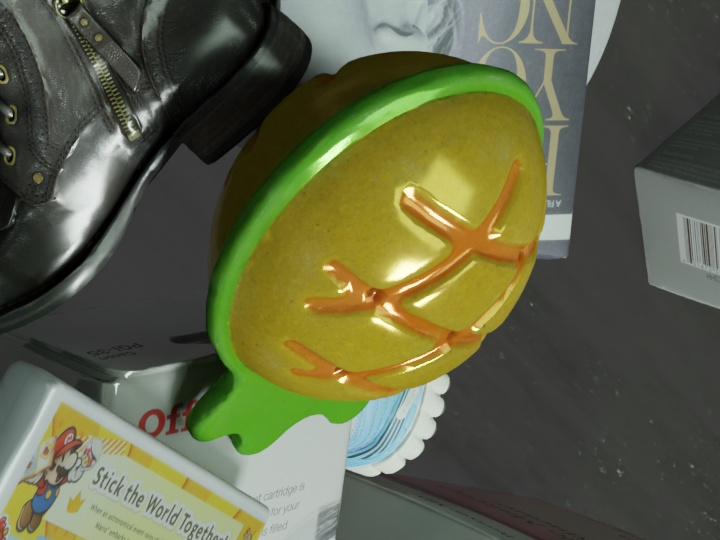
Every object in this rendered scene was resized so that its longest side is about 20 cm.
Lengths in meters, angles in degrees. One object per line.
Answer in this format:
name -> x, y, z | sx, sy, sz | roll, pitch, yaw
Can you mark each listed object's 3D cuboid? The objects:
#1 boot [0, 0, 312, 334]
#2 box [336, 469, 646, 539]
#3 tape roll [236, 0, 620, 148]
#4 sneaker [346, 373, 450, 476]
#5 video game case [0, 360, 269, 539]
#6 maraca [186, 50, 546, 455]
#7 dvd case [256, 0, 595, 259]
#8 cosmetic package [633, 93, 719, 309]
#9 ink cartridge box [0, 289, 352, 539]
boot -> -0.132, -0.087, 0.747 | 0.200, 0.069, 0.174 | -41, 117, 7
box -> 0.065, 0.172, 1.034 | 0.199, 0.127, 0.110 | 17, 92, -51
tape roll -> 0.011, -0.132, 0.858 | 0.199, 0.066, 0.202 | -8, 107, -28
sneaker -> 0.011, -0.009, 0.943 | 0.090, 0.078, 0.202 | 18, 87, -44
video game case -> -0.113, 0.140, 0.729 | 0.183, 0.023, 0.200 | -62, 156, -8
maraca -> 0.000, 0.000, 0.770 | 0.136, 0.107, 0.201 | -13, 146, -30
dvd case -> 0.030, -0.101, 0.829 | 0.148, 0.016, 0.202 | -2, 105, -30
cosmetic package -> 0.254, -0.063, 1.181 | 0.200, 0.106, 0.091 | -35, 128, -33
ink cartridge box -> -0.084, 0.117, 0.874 | 0.146, 0.082, 0.202 | -9, 111, -47
